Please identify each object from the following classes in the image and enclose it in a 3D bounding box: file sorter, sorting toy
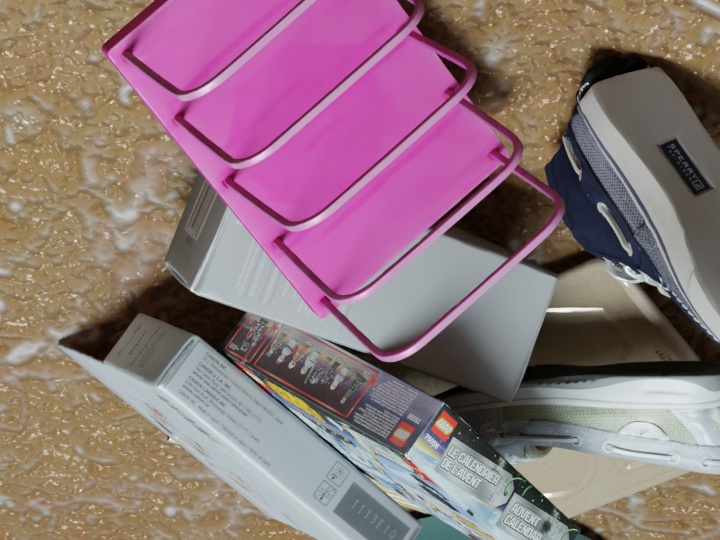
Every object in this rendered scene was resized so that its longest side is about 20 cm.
[{"bbox_3d":[-0.007,-0.073,1.517,0.139,0.125,0.200,-41,117,-4],"label":"file sorter"},{"bbox_3d":[0.124,0.076,1.809,0.199,0.037,0.185,-20,129,30],"label":"sorting toy"}]

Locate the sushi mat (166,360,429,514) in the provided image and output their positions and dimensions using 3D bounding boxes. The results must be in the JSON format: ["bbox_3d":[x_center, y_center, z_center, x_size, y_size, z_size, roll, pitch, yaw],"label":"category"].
[{"bbox_3d":[-0.017,0.109,1.885,0.199,0.012,0.096,17,137,-13],"label":"sushi mat"}]

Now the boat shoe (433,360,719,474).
[{"bbox_3d":[0.124,0.090,1.721,0.201,0.074,0.065,-5,95,24],"label":"boat shoe"}]

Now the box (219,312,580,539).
[{"bbox_3d":[0.020,0.095,1.674,0.137,0.040,0.200,43,170,-37],"label":"box"}]

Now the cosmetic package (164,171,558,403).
[{"bbox_3d":[0.000,0.000,1.669,0.199,0.107,0.091,23,93,-15],"label":"cosmetic package"}]

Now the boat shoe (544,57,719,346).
[{"bbox_3d":[0.173,-0.014,1.604,0.074,0.201,0.093,-15,155,-27],"label":"boat shoe"}]

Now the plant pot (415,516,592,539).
[{"bbox_3d":[0.081,0.282,1.951,0.199,0.162,0.201,2,142,2],"label":"plant pot"}]

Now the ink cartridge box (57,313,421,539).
[{"bbox_3d":[-0.076,0.100,1.804,0.200,0.044,0.173,41,170,-25],"label":"ink cartridge box"}]
